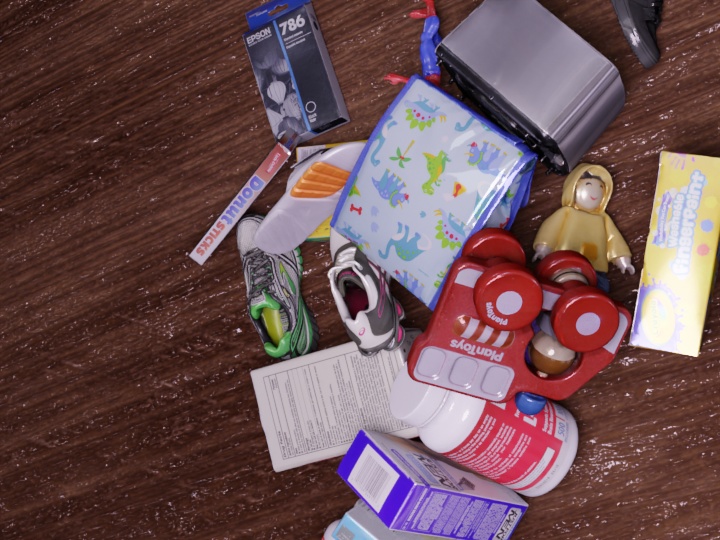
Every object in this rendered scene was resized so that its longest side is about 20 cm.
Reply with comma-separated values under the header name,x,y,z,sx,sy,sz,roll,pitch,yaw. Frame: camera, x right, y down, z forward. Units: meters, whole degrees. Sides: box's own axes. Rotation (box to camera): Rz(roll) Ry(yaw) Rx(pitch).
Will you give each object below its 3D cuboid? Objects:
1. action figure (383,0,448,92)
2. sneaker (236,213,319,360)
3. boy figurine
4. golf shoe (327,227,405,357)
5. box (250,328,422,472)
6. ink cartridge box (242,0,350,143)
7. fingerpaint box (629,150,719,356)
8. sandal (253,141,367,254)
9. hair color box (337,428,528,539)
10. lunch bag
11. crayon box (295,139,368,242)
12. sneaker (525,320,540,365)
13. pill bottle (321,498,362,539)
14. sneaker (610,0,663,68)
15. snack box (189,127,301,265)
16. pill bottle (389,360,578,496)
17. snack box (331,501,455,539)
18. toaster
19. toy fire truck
name,x,y,z,sx,sy,sz,roll,pitch,yaw
action figure,0.059,-0.237,1.193,0.099,0.065,0.201,-11,66,5
sneaker,-0.112,0.019,1.269,0.078,0.085,0.201,-24,79,18
boy figurine,0.259,-0.026,1.133,0.124,0.064,0.201,13,75,-9
golf shoe,0.000,0.000,1.145,0.077,0.088,0.201,-26,55,15
box,-0.014,0.157,1.215,0.199,0.109,0.128,-17,83,19
ink cartridge box,-0.091,-0.271,1.296,0.099,0.039,0.201,-22,80,19
fingerpaint box,0.346,-0.014,1.058,0.073,0.167,0.201,9,91,20
sandal,-0.061,-0.101,1.199,0.206,0.079,0.059,-38,42,29
hair color box,0.084,0.246,1.114,0.109,0.200,0.065,38,101,47
lunch bag,0.085,-0.090,1.092,0.170,0.127,0.200,38,125,21
crayon box,0.021,-0.102,1.238,0.199,0.058,0.119,-4,87,20
sneaker,0.196,0.038,1.168,0.099,0.070,0.201,-6,92,16
pill bottle,-0.014,0.384,1.205,0.112,0.112,0.201,28,98,19
sneaker,0.332,-0.341,1.131,0.104,0.060,0.201,-24,77,23
snack box,-0.149,-0.095,1.276,0.024,0.072,0.200,38,113,-8
pill bottle,0.136,0.166,1.108,0.200,0.112,0.112,29,100,-22
snack box,0.059,0.299,1.134,0.116,0.200,0.037,37,107,18
toaster,0.197,-0.203,1.109,0.200,0.181,0.119,44,98,17
toy fire truck,0.163,0.063,1.010,0.199,0.112,0.168,17,113,-11
